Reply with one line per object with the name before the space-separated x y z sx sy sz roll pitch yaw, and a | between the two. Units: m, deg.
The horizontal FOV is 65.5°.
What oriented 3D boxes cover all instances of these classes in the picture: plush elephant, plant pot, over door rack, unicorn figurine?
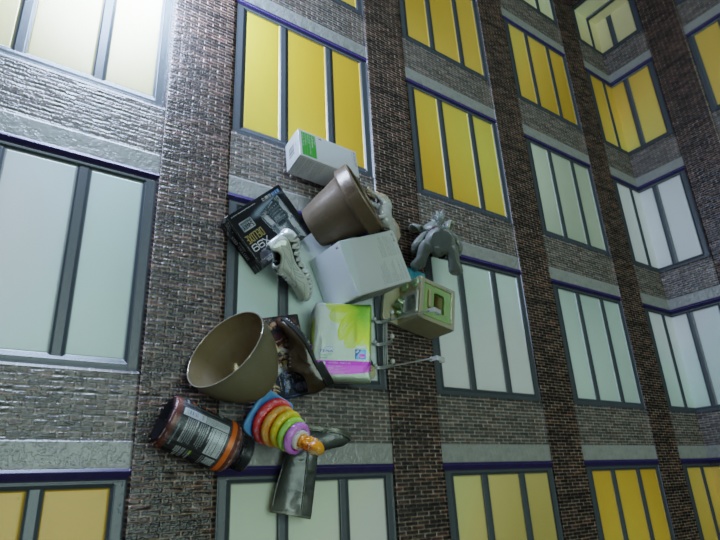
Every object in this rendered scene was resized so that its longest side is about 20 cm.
plush elephant | 0.232 -0.093 1.750 0.163 0.155 0.202 0 99 -1
plant pot | -0.257 0.210 1.223 0.135 0.199 0.201 55 46 -32
plant pot | -0.058 -0.156 1.508 0.201 0.174 0.200 58 6 -10
over door rack | 0.121 0.180 1.506 0.067 0.199 0.149 35 49 -54
unicorn figurine | 0.065 -0.165 1.691 0.137 0.074 0.201 24 58 -27

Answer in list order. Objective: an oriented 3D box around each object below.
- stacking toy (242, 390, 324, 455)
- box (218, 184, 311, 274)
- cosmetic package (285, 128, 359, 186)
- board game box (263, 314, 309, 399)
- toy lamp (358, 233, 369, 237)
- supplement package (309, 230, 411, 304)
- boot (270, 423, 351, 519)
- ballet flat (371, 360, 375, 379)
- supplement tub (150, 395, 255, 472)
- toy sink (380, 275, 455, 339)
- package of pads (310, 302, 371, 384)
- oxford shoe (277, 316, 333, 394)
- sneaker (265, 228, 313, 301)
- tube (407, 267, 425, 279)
stacking toy | -0.149 0.352 1.208 0.110 0.199 0.116 -59 137 -15
box | -0.242 -0.109 1.448 0.158 0.050 0.200 55 49 -6
cosmetic package | -0.110 -0.311 1.608 0.199 0.085 0.108 13 51 -32
board game box | -0.195 0.212 1.356 0.135 0.035 0.202 -5 74 -39
toy lamp | -0.034 -0.160 1.626 0.200 0.058 0.058 42 51 -16
supplement package | 0.000 0.000 1.520 0.199 0.150 0.153 -14 80 -40
boot | -0.110 0.463 1.290 0.180 0.073 0.201 12 57 -18
ballet flat | -0.010 0.197 1.485 0.066 0.057 0.201 -24 87 -58
supplement tub | -0.320 0.346 1.156 0.199 0.107 0.108 33 54 -23
toy sink | 0.172 0.101 1.634 0.199 0.112 0.131 24 58 -28
package of pads | -0.052 0.184 1.416 0.153 0.068 0.202 4 72 -8
oxford shoe | -0.149 0.201 1.326 0.084 0.073 0.201 -31 75 -12
sneaker | -0.180 -0.003 1.408 0.081 0.075 0.201 -36 121 -34
tube | 0.130 0.013 1.686 0.199 0.050 0.078 22 55 -34
